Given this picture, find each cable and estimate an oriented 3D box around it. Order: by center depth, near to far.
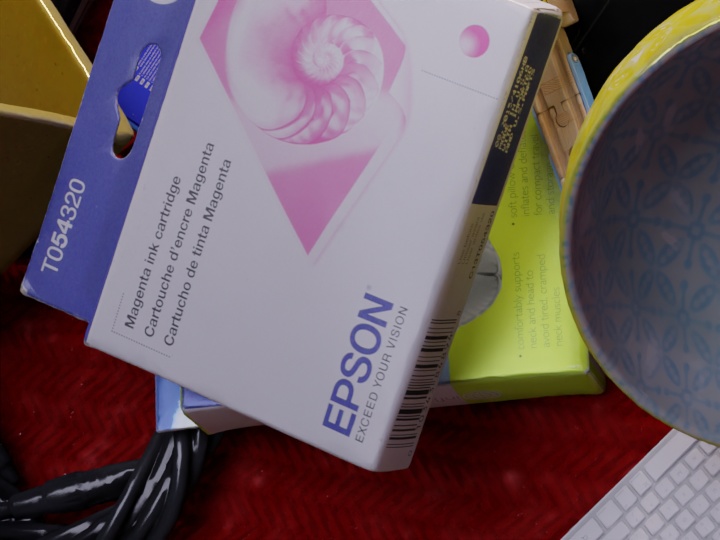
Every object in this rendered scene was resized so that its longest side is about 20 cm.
[{"bbox_3d":[-0.143,0.051,1.316,0.200,0.051,0.164,23,90,28],"label":"cable"}]

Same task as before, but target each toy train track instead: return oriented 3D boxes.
[{"bbox_3d":[0.070,-0.080,1.162,0.115,0.032,0.201,-26,79,37],"label":"toy train track"}]

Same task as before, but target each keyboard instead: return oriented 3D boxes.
[{"bbox_3d":[0.121,0.106,1.166,0.200,0.011,0.056,-45,58,8],"label":"keyboard"}]

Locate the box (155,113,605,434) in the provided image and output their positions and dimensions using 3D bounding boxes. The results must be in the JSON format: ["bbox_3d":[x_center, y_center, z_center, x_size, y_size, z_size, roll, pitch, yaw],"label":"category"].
[{"bbox_3d":[0.000,0.000,1.221,0.199,0.048,0.122,-6,73,13],"label":"box"}]

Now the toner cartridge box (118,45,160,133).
[{"bbox_3d":[-0.025,-0.131,1.309,0.095,0.043,0.200,35,92,34],"label":"toner cartridge box"}]

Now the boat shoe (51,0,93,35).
[{"bbox_3d":[-0.174,-0.109,1.375,0.074,0.062,0.200,22,87,30],"label":"boat shoe"}]

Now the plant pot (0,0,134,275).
[{"bbox_3d":[-0.261,-0.065,1.281,0.200,0.195,0.194,-52,53,25],"label":"plant pot"}]

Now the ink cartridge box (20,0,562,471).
[{"bbox_3d":[-0.040,-0.045,1.169,0.200,0.043,0.197,21,99,22],"label":"ink cartridge box"}]

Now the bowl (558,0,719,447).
[{"bbox_3d":[0.171,-0.037,1.108,0.200,0.200,0.108,-34,24,15],"label":"bowl"}]

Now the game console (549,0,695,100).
[{"bbox_3d":[0.158,-0.165,1.188,0.176,0.116,0.200,34,118,1],"label":"game console"}]
